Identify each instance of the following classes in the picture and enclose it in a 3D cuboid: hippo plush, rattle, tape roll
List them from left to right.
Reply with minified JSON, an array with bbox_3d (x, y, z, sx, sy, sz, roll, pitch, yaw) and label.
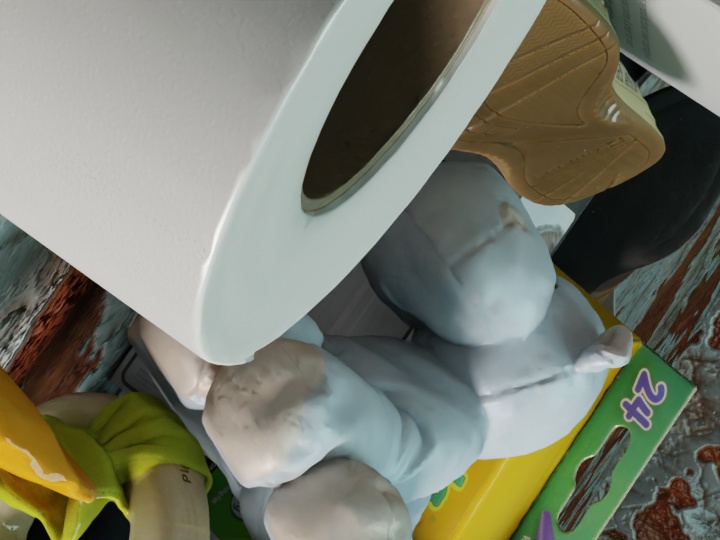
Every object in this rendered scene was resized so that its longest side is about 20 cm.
[{"bbox_3d":[-0.159,0.117,1.097,0.200,0.131,0.143,-27,165,30],"label":"rattle"},{"bbox_3d":[-0.037,-0.096,0.788,0.203,0.139,0.203,-52,169,-15],"label":"tape roll"},{"bbox_3d":[0.026,0.051,1.116,0.161,0.200,0.159,-32,-164,-9],"label":"hippo plush"}]

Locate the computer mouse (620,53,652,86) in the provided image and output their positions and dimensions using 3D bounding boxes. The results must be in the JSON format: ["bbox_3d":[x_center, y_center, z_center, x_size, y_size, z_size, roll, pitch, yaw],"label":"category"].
[{"bbox_3d":[0.098,-0.088,1.355,0.110,0.044,0.200,-37,-178,23],"label":"computer mouse"}]

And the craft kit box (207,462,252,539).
[{"bbox_3d":[-0.082,0.152,1.453,0.197,0.049,0.200,-43,171,13],"label":"craft kit box"}]

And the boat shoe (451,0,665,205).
[{"bbox_3d":[0.052,-0.078,1.016,0.073,0.063,0.200,-21,160,8],"label":"boat shoe"}]

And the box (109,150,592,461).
[{"bbox_3d":[0.000,0.000,1.249,0.200,0.117,0.060,-54,149,0],"label":"box"}]

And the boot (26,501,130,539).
[{"bbox_3d":[-0.082,0.142,1.161,0.200,0.066,0.165,9,-112,61],"label":"boot"}]

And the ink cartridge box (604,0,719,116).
[{"bbox_3d":[0.099,-0.137,1.068,0.084,0.200,0.145,-54,169,-5],"label":"ink cartridge box"}]

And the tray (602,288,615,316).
[{"bbox_3d":[0.062,0.059,1.505,0.200,0.022,0.108,-50,-159,32],"label":"tray"}]

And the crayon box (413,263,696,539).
[{"bbox_3d":[0.034,0.040,1.299,0.052,0.200,0.126,9,118,-55],"label":"crayon box"}]

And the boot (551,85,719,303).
[{"bbox_3d":[0.106,-0.028,1.429,0.189,0.068,0.200,-57,-174,12],"label":"boot"}]
